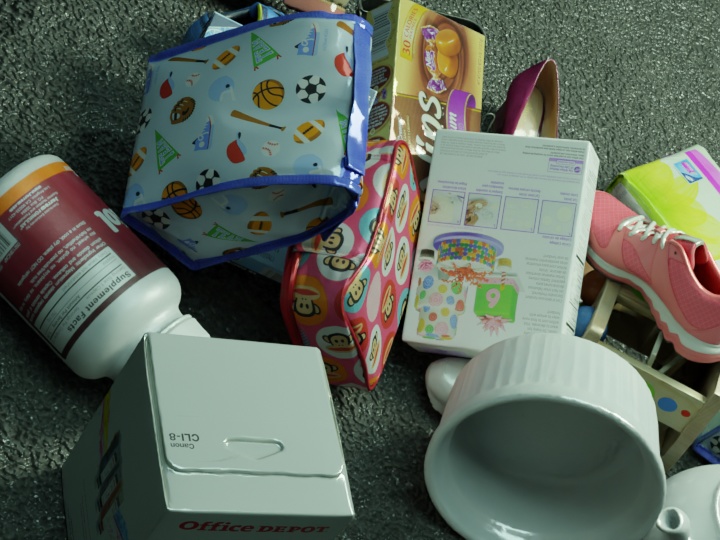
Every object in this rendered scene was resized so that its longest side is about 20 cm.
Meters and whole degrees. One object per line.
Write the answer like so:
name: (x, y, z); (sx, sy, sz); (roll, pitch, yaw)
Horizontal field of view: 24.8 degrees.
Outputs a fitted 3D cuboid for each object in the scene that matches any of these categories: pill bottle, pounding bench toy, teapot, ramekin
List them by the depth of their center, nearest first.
pill bottle: (-0.219, 0.012, 1.317); (0.200, 0.113, 0.113); (45, 46, 6)
ramekin: (0.159, 0.148, 1.388); (0.200, 0.201, 0.098); (28, 39, -10)
teapot: (0.345, 0.248, 1.454); (0.197, 0.146, 0.200); (41, 45, 3)
pounding bench toy: (0.270, 0.055, 1.562); (0.156, 0.124, 0.200); (28, 46, 1)

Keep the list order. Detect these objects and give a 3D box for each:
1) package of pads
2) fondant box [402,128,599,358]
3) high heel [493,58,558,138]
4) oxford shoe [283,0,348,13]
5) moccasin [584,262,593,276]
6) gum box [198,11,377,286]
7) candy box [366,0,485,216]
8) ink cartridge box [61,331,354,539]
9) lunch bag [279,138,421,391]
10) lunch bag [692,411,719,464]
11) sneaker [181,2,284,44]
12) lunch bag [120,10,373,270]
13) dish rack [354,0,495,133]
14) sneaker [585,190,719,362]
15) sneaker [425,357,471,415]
package of pads: (0.355, -0.028, 1.727); (0.154, 0.068, 0.200); (-20, 68, -40)
fondant box: (0.127, -0.020, 1.475); (0.144, 0.058, 0.201); (7, 79, 18)
high heel: (0.176, -0.121, 1.670); (0.067, 0.096, 0.201); (10, 52, -25)
oxford shoe: (-0.098, -0.318, 1.646); (0.199, 0.075, 0.070); (23, 6, -11)
moccasin: (0.146, 0.001, 1.582); (0.201, 0.074, 0.078); (-7, 68, -24)
gum box: (-0.096, -0.106, 1.479); (0.169, 0.045, 0.201); (25, 70, -12)
candy box: (0.057, -0.148, 1.576); (0.116, 0.056, 0.201); (19, 65, -36)
ink cartridge box: (-0.117, 0.160, 1.202); (0.145, 0.200, 0.145); (6, 53, -28)
lunch bag: (0.000, 0.000, 1.431); (0.082, 0.176, 0.200); (6, 52, 18)
lunch bag: (0.437, 0.102, 1.573); (0.124, 0.200, 0.170); (34, 45, -3)
sneaker: (-0.079, -0.221, 1.608); (0.199, 0.078, 0.066); (-2, 55, -34)
lunch bag: (-0.077, -0.108, 1.336); (0.124, 0.199, 0.171); (36, 47, -46)
dish rack: (0.069, -0.184, 1.681); (0.153, 0.055, 0.201); (8, 49, -25)
sneaker: (0.275, -0.014, 1.476); (0.074, 0.087, 0.200); (-26, 65, -39)
sneaker: (0.155, 0.121, 1.483); (0.199, 0.081, 0.077); (23, 49, -12)
